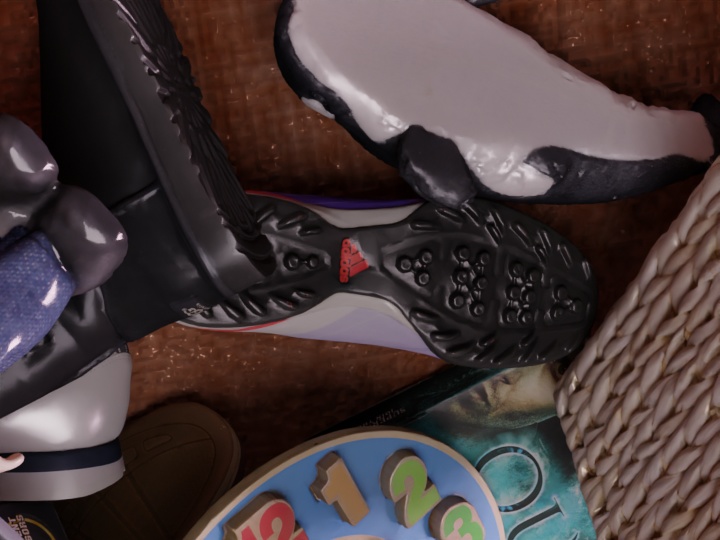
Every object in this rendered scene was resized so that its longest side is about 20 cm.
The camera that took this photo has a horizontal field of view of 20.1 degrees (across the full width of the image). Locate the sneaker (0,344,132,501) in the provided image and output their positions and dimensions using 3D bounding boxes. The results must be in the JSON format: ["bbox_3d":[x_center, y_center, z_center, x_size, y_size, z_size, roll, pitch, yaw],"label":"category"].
[{"bbox_3d":[-0.192,0.047,0.820,0.198,0.076,0.081,0,99,-12],"label":"sneaker"}]

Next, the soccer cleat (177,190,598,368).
[{"bbox_3d":[0.000,0.000,0.829,0.198,0.073,0.069,5,92,-19],"label":"soccer cleat"}]

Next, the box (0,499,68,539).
[{"bbox_3d":[-0.165,0.214,0.828,0.049,0.162,0.200,1,144,-49],"label":"box"}]

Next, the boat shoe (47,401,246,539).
[{"bbox_3d":[-0.108,0.146,0.891,0.201,0.072,0.072,-56,145,7],"label":"boat shoe"}]

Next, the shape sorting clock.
[{"bbox_3d":[-0.014,0.160,0.855,0.199,0.039,0.202,-13,113,-32],"label":"shape sorting clock"}]

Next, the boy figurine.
[{"bbox_3d":[-0.167,0.033,0.637,0.125,0.200,0.064,49,145,-7],"label":"boy figurine"}]

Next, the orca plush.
[{"bbox_3d":[0.053,-0.066,0.821,0.198,0.071,0.106,0,73,-22],"label":"orca plush"}]

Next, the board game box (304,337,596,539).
[{"bbox_3d":[0.077,0.126,0.930,0.135,0.028,0.201,-27,119,5],"label":"board game box"}]

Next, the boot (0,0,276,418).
[{"bbox_3d":[-0.152,-0.023,0.756,0.199,0.066,0.166,-27,75,11],"label":"boot"}]

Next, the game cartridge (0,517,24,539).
[{"bbox_3d":[-0.207,0.096,0.723,0.133,0.042,0.200,-33,115,23],"label":"game cartridge"}]

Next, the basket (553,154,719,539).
[{"bbox_3d":[0.206,0.058,0.793,0.197,0.162,0.200,-2,145,-24],"label":"basket"}]
